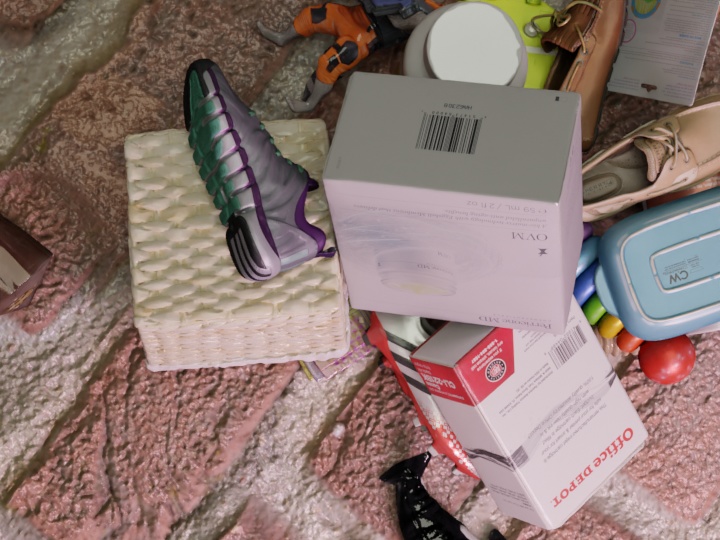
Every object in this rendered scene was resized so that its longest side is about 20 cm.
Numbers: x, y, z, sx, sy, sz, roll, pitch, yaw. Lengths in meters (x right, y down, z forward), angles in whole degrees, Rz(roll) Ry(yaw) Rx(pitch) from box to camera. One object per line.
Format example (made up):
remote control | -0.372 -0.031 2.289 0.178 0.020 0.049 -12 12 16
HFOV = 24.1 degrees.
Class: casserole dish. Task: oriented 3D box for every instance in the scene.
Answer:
casserole dish | 0.316 -0.010 1.559 0.200 0.039 0.121 -19 86 2

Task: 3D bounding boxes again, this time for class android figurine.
android figurine | 0.139 -0.193 1.660 0.182 0.041 0.200 8 87 -6

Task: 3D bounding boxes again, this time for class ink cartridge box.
ink cartridge box | 0.160 0.119 1.576 0.144 0.084 0.200 -40 112 -22

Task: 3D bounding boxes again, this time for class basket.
basket | -0.111 -0.022 1.541 0.200 0.161 0.198 -4 76 -3

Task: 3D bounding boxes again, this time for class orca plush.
orca plush | 0.095 0.269 1.611 0.105 0.071 0.200 -18 89 -7

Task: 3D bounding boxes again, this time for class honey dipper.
honey dipper | 0.172 0.075 1.651 0.200 0.038 0.038 -6 87 -4

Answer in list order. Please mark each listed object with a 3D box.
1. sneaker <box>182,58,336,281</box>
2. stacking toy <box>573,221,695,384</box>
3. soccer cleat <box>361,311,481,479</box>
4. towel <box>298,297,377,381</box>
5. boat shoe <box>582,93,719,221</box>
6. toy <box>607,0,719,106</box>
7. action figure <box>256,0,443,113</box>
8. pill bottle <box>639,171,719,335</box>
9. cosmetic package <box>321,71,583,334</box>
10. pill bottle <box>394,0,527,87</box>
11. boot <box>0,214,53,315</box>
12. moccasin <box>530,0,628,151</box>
sneaker | -0.089 -0.091 1.452 0.087 0.074 0.200 -15 82 -25
stacking toy | 0.240 0.031 1.616 0.085 0.085 0.200 -42 80 -7
soccer cleat | 0.081 0.109 1.608 0.085 0.069 0.200 -31 97 11
towel | 0.000 0.000 1.641 0.200 0.023 0.144 -33 90 -8
boat shoe | 0.277 -0.103 1.556 0.200 0.065 0.071 -30 83 8
toy | 0.307 -0.258 1.595 0.047 0.115 0.200 7 98 -39
action figure | 0.001 -0.252 1.618 0.193 0.200 0.105 -28 131 10
pill bottle | 0.332 -0.042 1.635 0.112 0.112 0.200 -10 88 -7
cosmetic package | 0.086 -0.055 1.460 0.199 0.200 0.123 7 58 13
pill bottle | 0.091 -0.179 1.530 0.113 0.200 0.113 0 85 -3
boot | -0.413 -0.008 1.580 0.186 0.064 0.200 -44 97 -5
moccasin | 0.204 -0.216 1.615 0.078 0.074 0.202 13 96 -14
